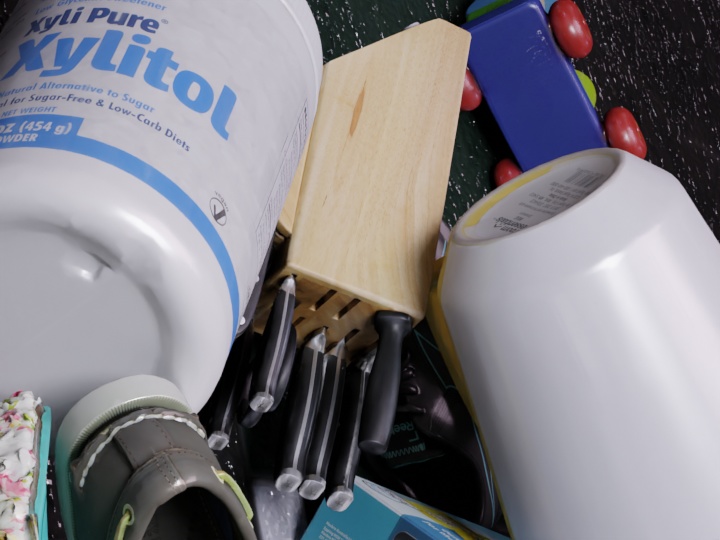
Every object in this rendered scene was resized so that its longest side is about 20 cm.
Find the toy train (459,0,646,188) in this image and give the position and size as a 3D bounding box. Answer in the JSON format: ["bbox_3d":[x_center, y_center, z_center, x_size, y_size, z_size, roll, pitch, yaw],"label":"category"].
[{"bbox_3d":[0.119,-0.074,1.672,0.201,0.084,0.116,61,13,-21],"label":"toy train"}]

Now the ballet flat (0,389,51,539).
[{"bbox_3d":[-0.136,0.128,1.009,0.076,0.064,0.201,112,-22,-54],"label":"ballet flat"}]

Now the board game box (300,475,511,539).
[{"bbox_3d":[0.086,0.165,1.326,0.151,0.047,0.200,32,5,41],"label":"board game box"}]

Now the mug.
[{"bbox_3d":[0.091,0.038,1.269,0.154,0.186,0.149,63,32,-17],"label":"mug"}]

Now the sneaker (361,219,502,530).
[{"bbox_3d":[0.023,0.042,1.386,0.200,0.075,0.079,60,29,-22],"label":"sneaker"}]

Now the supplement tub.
[{"bbox_3d":[-0.094,-0.035,1.132,0.132,0.131,0.200,57,28,-27],"label":"supplement tub"}]

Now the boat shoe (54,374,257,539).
[{"bbox_3d":[-0.066,0.133,1.078,0.060,0.072,0.202,49,-25,48],"label":"boat shoe"}]

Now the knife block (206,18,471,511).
[{"bbox_3d":[0.000,0.000,1.294,0.200,0.064,0.176,-25,82,-37],"label":"knife block"}]
